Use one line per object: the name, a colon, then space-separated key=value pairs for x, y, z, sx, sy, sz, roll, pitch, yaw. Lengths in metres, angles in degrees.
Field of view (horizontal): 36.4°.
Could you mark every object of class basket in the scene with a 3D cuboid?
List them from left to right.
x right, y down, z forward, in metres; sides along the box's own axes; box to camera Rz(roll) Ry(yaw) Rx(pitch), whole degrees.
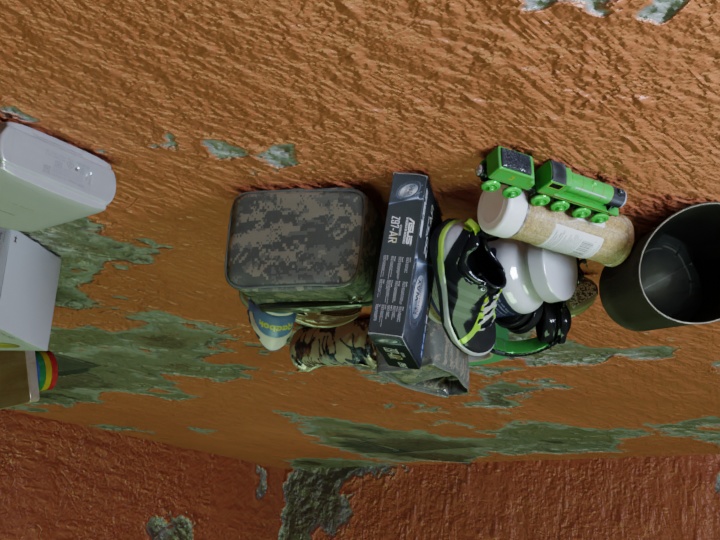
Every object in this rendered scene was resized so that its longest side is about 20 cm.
basket: x=0.393 y=0.008 z=1.392 sx=0.179 sy=0.137 sz=0.200 roll=-27 pitch=175 yaw=-13

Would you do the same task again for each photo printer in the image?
photo printer: x=-0.419 y=-0.105 z=1.318 sx=0.198 sy=0.070 sz=0.166 roll=-10 pitch=158 yaw=37

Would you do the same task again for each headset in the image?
headset: x=0.244 y=0.049 z=1.534 sx=0.122 sy=0.095 sz=0.200 roll=16 pitch=142 yaw=-24

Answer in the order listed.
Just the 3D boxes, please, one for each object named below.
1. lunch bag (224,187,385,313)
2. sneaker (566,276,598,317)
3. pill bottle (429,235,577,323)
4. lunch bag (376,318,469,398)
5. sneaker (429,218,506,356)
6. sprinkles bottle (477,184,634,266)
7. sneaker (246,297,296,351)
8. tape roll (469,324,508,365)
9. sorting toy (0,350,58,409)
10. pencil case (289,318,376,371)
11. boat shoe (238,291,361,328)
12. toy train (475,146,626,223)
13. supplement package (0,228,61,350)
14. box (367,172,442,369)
lunch bag: x=-0.055 y=-0.015 z=1.408 sx=0.197 sy=0.141 sz=0.168 roll=-2 pitch=163 yaw=17
sneaker: x=0.256 y=0.019 z=1.571 sx=0.197 sy=0.078 sz=0.089 roll=4 pitch=151 yaw=-13
pill bottle: x=0.179 y=0.005 z=1.454 sx=0.198 sy=0.117 sz=0.115 roll=-10 pitch=158 yaw=39
lunch bag: x=0.106 y=0.097 z=1.681 sx=0.116 sy=0.166 sz=0.200 roll=-11 pitch=157 yaw=26
sneaker: x=0.142 y=0.028 z=1.351 sx=0.082 sy=0.072 sz=0.202 roll=11 pitch=132 yaw=43
sprinkles bottle: x=0.238 y=-0.057 z=1.326 sx=0.198 sy=0.069 sz=0.068 roll=14 pitch=160 yaw=-28
sneaker: x=-0.132 y=0.042 z=1.573 sx=0.073 sy=0.083 sz=0.200 roll=3 pitch=-156 yaw=-9
tape roll: x=0.165 y=0.125 z=1.956 sx=0.198 sy=0.049 sz=0.201 roll=4 pitch=163 yaw=1
sorting toy: x=-0.611 y=0.141 z=1.955 sx=0.069 sy=0.201 sz=0.199 roll=-2 pitch=171 yaw=-43
pencil case: x=-0.037 y=0.139 z=1.978 sx=0.198 sy=0.091 sz=0.077 roll=-9 pitch=159 yaw=38
boat shoe: x=-0.089 y=0.042 z=1.711 sx=0.197 sy=0.077 sz=0.072 roll=7 pitch=161 yaw=-13
toy train: x=0.222 y=-0.098 z=1.253 sx=0.198 sy=0.042 sz=0.056 roll=13 pitch=150 yaw=-26
supplement package: x=-0.585 y=0.031 z=1.652 sx=0.197 sy=0.153 sz=0.152 roll=-1 pitch=162 yaw=14
box: x=0.057 y=0.004 z=1.334 sx=0.043 sy=0.202 sz=0.160 roll=6 pitch=163 yaw=13
